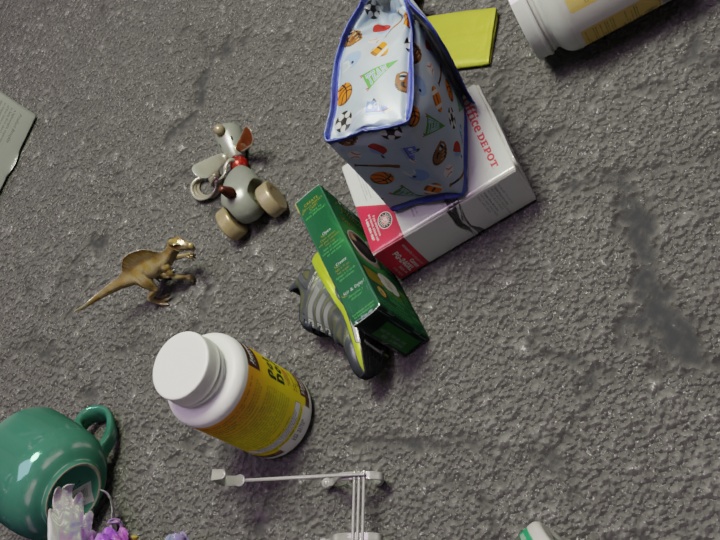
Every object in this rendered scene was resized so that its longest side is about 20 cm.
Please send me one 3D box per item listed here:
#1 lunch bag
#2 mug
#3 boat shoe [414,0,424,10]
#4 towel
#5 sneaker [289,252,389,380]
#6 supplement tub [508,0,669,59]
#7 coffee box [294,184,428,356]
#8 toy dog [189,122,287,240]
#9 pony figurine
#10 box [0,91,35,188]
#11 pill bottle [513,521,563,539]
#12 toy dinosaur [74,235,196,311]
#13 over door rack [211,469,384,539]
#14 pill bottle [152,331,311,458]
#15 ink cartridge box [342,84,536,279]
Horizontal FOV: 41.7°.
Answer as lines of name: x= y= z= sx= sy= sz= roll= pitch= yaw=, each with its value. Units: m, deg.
lunch bag: x=0.052 y=-0.198 z=1.058 sx=0.122 sy=0.170 sz=0.202 roll=-9 pitch=61 yaw=24
mug: x=-0.398 y=0.255 z=1.230 sx=0.114 sy=0.152 sz=0.187 roll=19 pitch=77 yaw=34
boat shoe: x=0.032 y=-0.297 z=1.273 sx=0.065 sy=0.072 sz=0.203 roll=8 pitch=71 yaw=38
towel: x=0.092 y=-0.307 z=1.296 sx=0.198 sy=0.018 sz=0.087 roll=0 pitch=72 yaw=31
sneaker: x=-0.028 y=0.062 z=1.156 sx=0.081 sy=0.074 sz=0.201 roll=-41 pitch=44 yaw=15
supplement tub: x=0.275 y=-0.353 z=1.119 sx=0.198 sy=0.145 sz=0.147 roll=-25 pitch=55 yaw=18
coffee box: x=0.000 y=0.000 z=1.131 sx=0.044 sy=0.123 sz=0.201 roll=-37 pitch=54 yaw=14
toy dog: x=-0.184 y=-0.137 z=1.329 sx=0.132 sy=0.096 sz=0.200 roll=-48 pitch=51 yaw=1
pony figurine: x=-0.298 y=0.360 z=1.132 sx=0.197 sy=0.167 sz=0.196 roll=-1 pitch=73 yaw=15
box: x=-0.722 y=-0.229 z=1.692 sx=0.198 sy=0.131 sz=0.201 roll=10 pitch=72 yaw=36
pill bottle: x=0.132 y=0.342 z=0.877 sx=0.200 sy=0.113 sz=0.113 roll=-46 pitch=51 yaw=3
toy dinosaur: x=-0.302 y=0.004 z=1.328 sx=0.199 sy=0.101 sz=0.059 roll=-30 pitch=54 yaw=16
over door rack: x=-0.071 y=0.297 z=1.047 sx=0.197 sy=0.067 sz=0.150 roll=-2 pitch=64 yaw=8
pill bottle: x=-0.148 y=0.142 z=1.099 sx=0.108 sy=0.200 sz=0.111 roll=-14 pitch=60 yaw=25
ink cartridge box: x=0.094 y=-0.107 z=1.147 sx=0.199 sy=0.083 sz=0.146 roll=-30 pitch=54 yaw=16
